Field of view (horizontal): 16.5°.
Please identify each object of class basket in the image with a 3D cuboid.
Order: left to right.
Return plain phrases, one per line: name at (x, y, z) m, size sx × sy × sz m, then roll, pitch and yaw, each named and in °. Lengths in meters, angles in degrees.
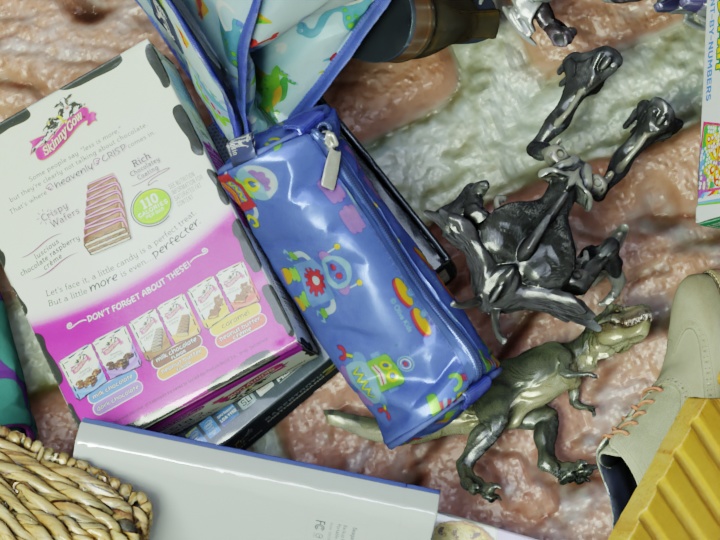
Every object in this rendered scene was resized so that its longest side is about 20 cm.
basket at (-0.213, 0.202, 1.347) m, size 0.142 × 0.201 × 0.149 m, roll 24°, pitch 44°, yaw 10°

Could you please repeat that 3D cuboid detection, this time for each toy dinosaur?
toy dinosaur at (0.085, 0.087, 1.430) m, size 0.199 × 0.048 × 0.089 m, roll -21°, pitch 61°, yaw 4°

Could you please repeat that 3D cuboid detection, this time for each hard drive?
hard drive at (-0.065, 0.153, 1.385) m, size 0.199 × 0.132 × 0.025 m, roll 12°, pitch 42°, yaw 0°

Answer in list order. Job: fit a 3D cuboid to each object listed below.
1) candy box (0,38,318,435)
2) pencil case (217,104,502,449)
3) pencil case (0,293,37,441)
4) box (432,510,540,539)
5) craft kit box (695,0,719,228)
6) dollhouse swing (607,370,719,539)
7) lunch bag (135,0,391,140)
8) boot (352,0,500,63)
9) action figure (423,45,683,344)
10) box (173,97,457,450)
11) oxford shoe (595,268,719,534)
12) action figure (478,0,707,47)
candy box at (-0.129, -0.010, 1.417) m, size 0.136 × 0.061 × 0.201 m, roll -28°, pitch 77°, yaw 5°
pencil case at (0.000, 0.000, 1.378) m, size 0.078 × 0.087 × 0.201 m, roll -36°, pitch 96°, yaw -35°
pencil case at (-0.259, 0.023, 1.467) m, size 0.092 × 0.085 × 0.201 m, roll -13°, pitch 75°, yaw -25°
box at (0.060, 0.163, 1.421) m, size 0.199 × 0.039 × 0.042 m, roll 16°, pitch 82°, yaw 10°
craft kit box at (0.284, -0.109, 1.393) m, size 0.199 × 0.048 × 0.199 m, roll 8°, pitch 76°, yaw -26°
dollhouse swing at (0.251, 0.173, 1.274) m, size 0.175 × 0.182 × 0.200 m, roll -1°, pitch 45°, yaw 46°
lunch bag at (-0.071, -0.188, 1.404) m, size 0.127 × 0.200 × 0.170 m, roll -14°, pitch 56°, yaw -33°
boot at (-0.010, -0.171, 1.490) m, size 0.200 × 0.097 × 0.075 m, roll 32°, pitch 114°, yaw 38°
action figure at (0.106, -0.028, 1.414) m, size 0.118 × 0.102 × 0.200 m, roll 32°, pitch 61°, yaw 6°
box at (-0.067, 0.001, 1.464) m, size 0.200 × 0.051 × 0.158 m, roll -38°, pitch 75°, yaw -1°
oxford shoe at (0.173, 0.088, 1.388) m, size 0.073 × 0.071 × 0.201 m, roll 12°, pitch 66°, yaw -8°
action figure at (0.144, -0.167, 1.415) m, size 0.199 × 0.130 × 0.070 m, roll 5°, pitch 84°, yaw -18°
